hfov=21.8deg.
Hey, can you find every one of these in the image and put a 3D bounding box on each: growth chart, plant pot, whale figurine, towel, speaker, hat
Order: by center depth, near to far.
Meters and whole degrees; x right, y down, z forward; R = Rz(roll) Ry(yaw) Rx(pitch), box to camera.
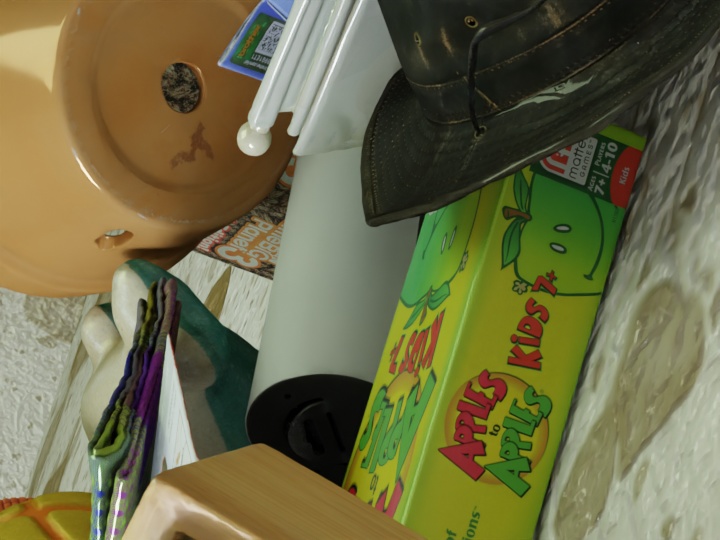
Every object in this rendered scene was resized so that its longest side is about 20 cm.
[{"bbox_3d":[0.047,-0.104,0.633,0.200,0.081,0.201,-40,20,17],"label":"hat"},{"bbox_3d":[0.033,-0.104,0.753,0.199,0.018,0.145,-10,-44,-52],"label":"growth chart"},{"bbox_3d":[-0.102,0.099,0.790,0.200,0.023,0.145,-88,8,-69],"label":"towel"},{"bbox_3d":[0.000,0.000,0.853,0.081,0.081,0.201,122,164,-44],"label":"speaker"},{"bbox_3d":[-0.120,-0.087,0.931,0.140,0.199,0.201,-1,67,54],"label":"plant pot"},{"bbox_3d":[-0.079,0.064,0.961,0.103,0.159,0.201,-32,-29,-23],"label":"whale figurine"}]

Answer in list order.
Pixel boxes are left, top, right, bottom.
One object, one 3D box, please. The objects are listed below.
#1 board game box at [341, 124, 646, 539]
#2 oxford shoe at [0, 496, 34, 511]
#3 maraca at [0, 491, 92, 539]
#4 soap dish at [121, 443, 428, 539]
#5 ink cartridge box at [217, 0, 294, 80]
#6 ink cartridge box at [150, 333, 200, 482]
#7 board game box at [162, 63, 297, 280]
[{"bbox_3d":[0.038,0.046,0.676,0.102,0.047,0.201,153,136,-73],"label":"board game box"},{"bbox_3d":[-0.162,0.176,1.049,0.072,0.199,0.073,-106,31,-41],"label":"oxford shoe"},{"bbox_3d":[-0.165,0.194,0.920,0.136,0.107,0.201,-2,49,34],"label":"maraca"},{"bbox_3d":[-0.015,0.154,0.501,0.201,0.157,0.081,-62,-3,32],"label":"soap dish"},{"bbox_3d":[0.037,-0.145,0.768,0.200,0.042,0.119,-51,-25,14],"label":"ink cartridge box"},{"bbox_3d":[-0.043,0.147,0.683,0.201,0.057,0.163,-102,18,-48],"label":"ink cartridge box"},{"bbox_3d":[-0.087,-0.104,1.133,0.097,0.199,0.160,135,153,-62],"label":"board game box"}]
